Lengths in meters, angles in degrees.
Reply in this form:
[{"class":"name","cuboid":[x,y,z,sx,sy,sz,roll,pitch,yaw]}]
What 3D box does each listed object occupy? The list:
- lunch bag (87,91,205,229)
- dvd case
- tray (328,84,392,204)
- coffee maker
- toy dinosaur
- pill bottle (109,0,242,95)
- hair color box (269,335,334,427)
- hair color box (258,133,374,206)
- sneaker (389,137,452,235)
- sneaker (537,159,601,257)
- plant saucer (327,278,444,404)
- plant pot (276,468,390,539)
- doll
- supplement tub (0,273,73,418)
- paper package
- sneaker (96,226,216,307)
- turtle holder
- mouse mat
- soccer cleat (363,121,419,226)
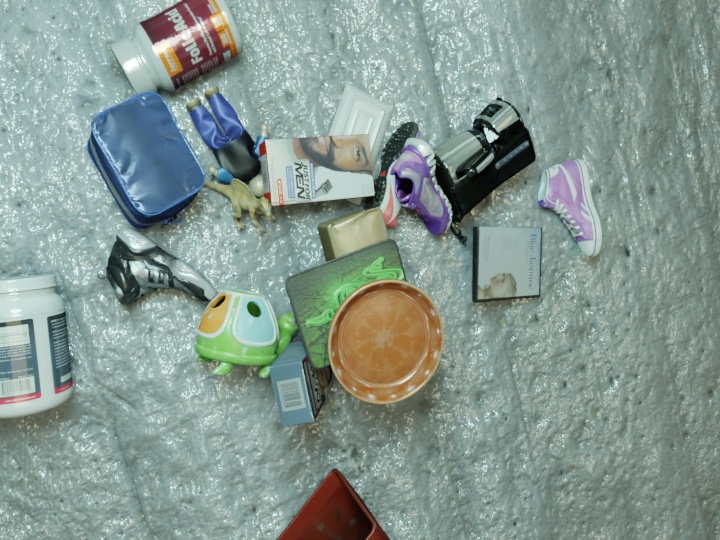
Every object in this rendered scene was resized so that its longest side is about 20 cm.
[{"class":"lunch bag","cuboid":[-0.352,-0.169,0.983,0.134,0.131,0.205,-31,100,-27]},{"class":"dvd case","cuboid":[0.300,-0.014,1.203,0.195,0.017,0.149,-2,94,-36]},{"class":"tray","cuboid":[-0.011,-0.240,1.132,0.104,0.022,0.206,20,87,-17]},{"class":"coffee maker","cuboid":[0.231,-0.201,1.161,0.197,0.135,0.194,-35,142,-11]},{"class":"toy dinosaur","cuboid":[-0.209,-0.124,1.049,0.059,0.196,0.103,-50,145,-28]},{"class":"pill bottle","cuboid":[-0.306,-0.375,0.992,0.197,0.114,0.116,-33,101,-12]},{"class":"hair color box","cuboid":[-0.097,0.183,1.035,0.058,0.200,0.103,-10,97,7]},{"class":"hair color box","cuboid":[-0.077,-0.180,1.064,0.193,0.064,0.115,-9,97,-22]},{"class":"sneaker","cuboid":[0.107,-0.139,1.102,0.089,0.079,0.203,-46,131,-23]},{"class":"sneaker","cuboid":[0.430,-0.120,1.244,0.110,0.073,0.208,-13,87,-11]},{"class":"plant saucer","cuboid":[0.040,0.114,0.964,0.193,0.032,0.208,-3,101,-13]},{"class":"plant pot","cuboid":[-0.023,0.537,1.093,0.201,0.199,0.177,-48,116,-8]},{"class":"doll","cuboid":[-0.222,-0.223,1.058,0.135,0.048,0.204,-34,101,-11]},{"class":"supplement tub","cuboid":[-0.538,0.115,0.938,0.135,0.140,0.208,-5,94,-15]},{"class":"paper package","cuboid":[0.000,0.000,1.059,0.100,0.190,0.207,-17,97,-8]},{"class":"sneaker","cuboid":[-0.352,0.022,1.024,0.197,0.075,0.116,34,85,-9]},{"class":"turtle holder","cuboid":[-0.193,0.108,1.037,0.179,0.141,0.137,10,89,-15]},{"class":"mouse mat","cuboid":[-0.011,0.056,0.962,0.194,0.008,0.166,-20,103,-9]},{"class":"soccer cleat","cuboid":[0.072,-0.185,1.144,0.072,0.067,0.206,27,81,-39]}]
